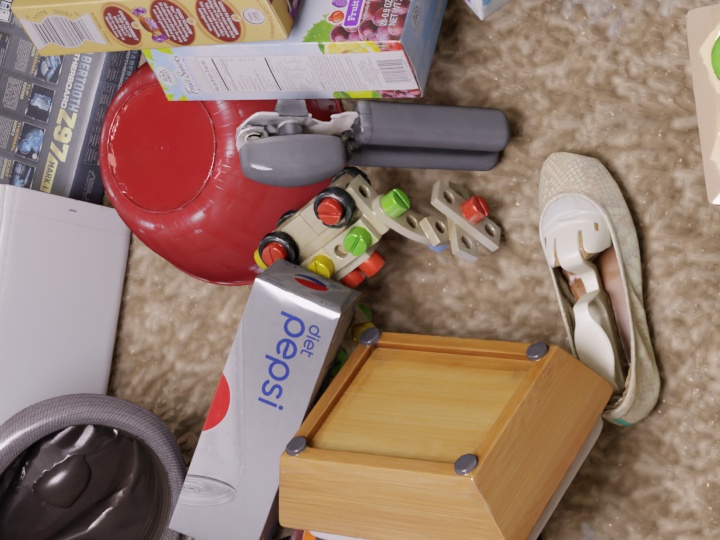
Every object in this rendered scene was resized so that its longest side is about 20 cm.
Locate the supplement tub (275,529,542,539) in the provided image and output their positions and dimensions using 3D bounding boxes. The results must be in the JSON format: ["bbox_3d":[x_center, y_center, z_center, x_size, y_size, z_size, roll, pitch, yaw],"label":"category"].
[{"bbox_3d":[0.023,0.208,1.686,0.199,0.107,0.108,-18,81,27],"label":"supplement tub"}]

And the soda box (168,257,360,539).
[{"bbox_3d":[-0.068,0.098,1.664,0.068,0.063,0.201,23,107,7],"label":"soda box"}]

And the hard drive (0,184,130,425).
[{"bbox_3d":[-0.240,0.044,1.802,0.026,0.132,0.201,4,85,41],"label":"hard drive"}]

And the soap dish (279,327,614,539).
[{"bbox_3d":[0.052,0.114,1.604,0.199,0.158,0.081,3,133,39],"label":"soap dish"}]

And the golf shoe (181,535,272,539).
[{"bbox_3d":[-0.086,0.179,1.766,0.200,0.078,0.095,-46,73,34],"label":"golf shoe"}]

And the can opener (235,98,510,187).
[{"bbox_3d":[0.009,-0.081,1.654,0.053,0.199,0.067,119,149,-55],"label":"can opener"}]

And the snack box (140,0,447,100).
[{"bbox_3d":[-0.039,-0.205,1.690,0.199,0.068,0.169,-1,54,21],"label":"snack box"}]

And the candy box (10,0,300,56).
[{"bbox_3d":[-0.133,-0.214,1.653,0.199,0.057,0.117,-2,52,26],"label":"candy box"}]

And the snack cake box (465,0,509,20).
[{"bbox_3d":[0.128,-0.277,1.609,0.200,0.067,0.115,-35,72,-7],"label":"snack cake box"}]

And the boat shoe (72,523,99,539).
[{"bbox_3d":[-0.183,0.258,1.815,0.069,0.074,0.200,-47,70,13],"label":"boat shoe"}]

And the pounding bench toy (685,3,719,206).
[{"bbox_3d":[0.288,-0.147,1.519,0.124,0.156,0.201,-9,85,28],"label":"pounding bench toy"}]

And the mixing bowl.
[{"bbox_3d":[-0.121,-0.089,1.767,0.199,0.108,0.202,-1,88,28],"label":"mixing bowl"}]

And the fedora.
[{"bbox_3d":[-0.222,0.174,1.737,0.201,0.176,0.090,-58,23,4],"label":"fedora"}]

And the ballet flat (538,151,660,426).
[{"bbox_3d":[0.162,0.008,1.638,0.067,0.062,0.201,-21,79,26],"label":"ballet flat"}]

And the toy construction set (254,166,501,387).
[{"bbox_3d":[0.000,0.000,1.699,0.200,0.092,0.131,-40,99,21],"label":"toy construction set"}]

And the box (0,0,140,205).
[{"bbox_3d":[-0.259,-0.153,1.873,0.157,0.051,0.201,18,97,28],"label":"box"}]
